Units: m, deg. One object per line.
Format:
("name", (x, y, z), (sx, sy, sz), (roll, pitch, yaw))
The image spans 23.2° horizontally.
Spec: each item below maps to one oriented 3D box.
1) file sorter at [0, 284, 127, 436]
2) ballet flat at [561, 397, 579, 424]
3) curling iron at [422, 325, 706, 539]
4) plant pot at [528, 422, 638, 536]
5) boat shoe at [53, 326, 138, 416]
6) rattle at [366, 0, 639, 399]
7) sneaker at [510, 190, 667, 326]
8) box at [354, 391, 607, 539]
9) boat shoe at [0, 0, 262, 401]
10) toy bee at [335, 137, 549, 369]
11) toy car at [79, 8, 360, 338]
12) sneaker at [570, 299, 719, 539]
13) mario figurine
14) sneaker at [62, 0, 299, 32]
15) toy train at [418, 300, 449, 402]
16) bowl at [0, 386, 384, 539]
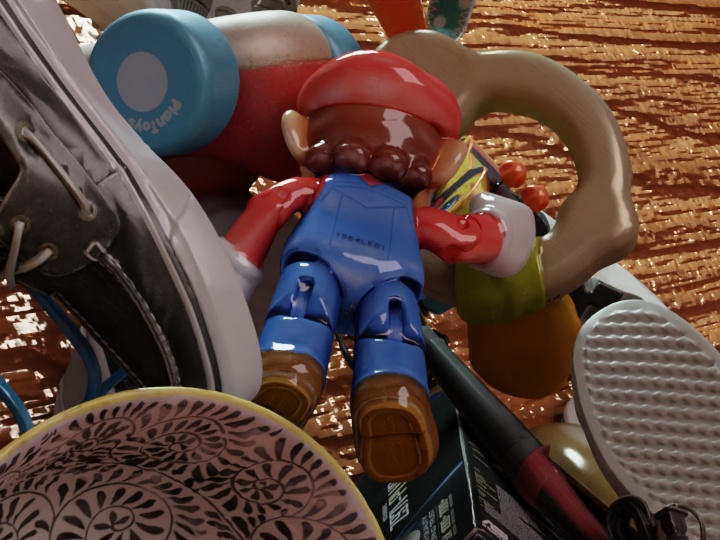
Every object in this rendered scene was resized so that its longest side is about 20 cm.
("file sorter", (-0.184, 0.047, 0.628), (0.123, 0.138, 0.200), (50, 33, -4))
("ballet flat", (0.210, 0.131, 1.056), (0.200, 0.069, 0.070), (41, 34, -10))
("curling iron", (0.084, 0.083, 0.781), (0.025, 0.050, 0.200), (14, 20, -42))
("plant pot", (0.168, 0.142, 0.930), (0.199, 0.028, 0.200), (40, -1, 1))
("boat shoe", (-0.071, 0.074, 0.700), (0.071, 0.069, 0.200), (2, 25, -23))
("rattle", (0.056, -0.057, 0.854), (0.201, 0.130, 0.143), (57, 12, 26))
("sneaker", (0.118, 0.008, 1.080), (0.199, 0.074, 0.089), (37, 12, -4))
("box", (0.091, 0.171, 0.816), (0.200, 0.086, 0.164), (40, 14, -13))
("boat shoe", (-0.112, -0.024, 0.609), (0.071, 0.072, 0.201), (-36, 93, -36))
("toy bee", (0.060, -0.022, 0.935), (0.131, 0.108, 0.201), (36, 30, -31))
("toy car", (-0.083, -0.011, 0.821), (0.184, 0.175, 0.203), (-17, 97, -68))
("sneaker", (0.160, 0.114, 0.802), (0.201, 0.075, 0.105), (57, -9, 27))
("mario figurine", (0.000, 0.000, 0.720), (0.123, 0.105, 0.201), (40, 40, -27))
("sneaker", (-0.102, -0.157, 0.980), (0.200, 0.098, 0.079), (16, 86, -66))
("toy train", (0.025, 0.036, 0.959), (0.046, 0.034, 0.202), (25, 36, -60))
("bowl", (-0.087, 0.136, 0.558), (0.199, 0.094, 0.204), (0, 90, -40))
